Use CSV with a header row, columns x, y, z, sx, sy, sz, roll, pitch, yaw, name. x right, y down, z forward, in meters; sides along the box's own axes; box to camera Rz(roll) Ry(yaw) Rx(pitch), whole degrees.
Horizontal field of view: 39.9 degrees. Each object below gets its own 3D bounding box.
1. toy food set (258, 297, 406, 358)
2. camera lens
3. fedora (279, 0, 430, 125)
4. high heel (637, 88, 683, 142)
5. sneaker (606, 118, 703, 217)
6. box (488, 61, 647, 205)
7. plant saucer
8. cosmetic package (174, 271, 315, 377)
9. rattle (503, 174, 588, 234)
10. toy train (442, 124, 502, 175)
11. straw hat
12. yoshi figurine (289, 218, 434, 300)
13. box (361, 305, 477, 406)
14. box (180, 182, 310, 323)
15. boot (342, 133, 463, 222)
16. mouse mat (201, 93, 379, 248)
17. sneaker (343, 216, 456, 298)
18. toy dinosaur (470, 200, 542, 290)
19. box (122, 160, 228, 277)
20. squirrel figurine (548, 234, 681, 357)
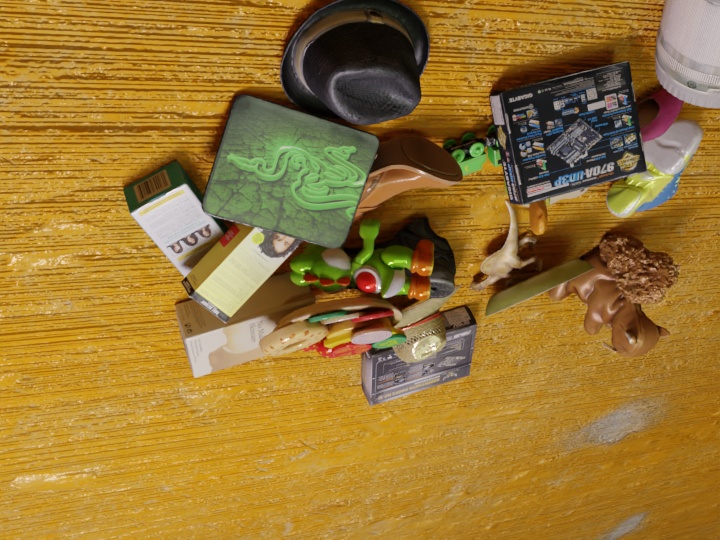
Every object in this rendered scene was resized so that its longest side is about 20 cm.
x,y,z,sx,sy,sz,roll,pitch,yaw,name
-0.032,0.087,1.426,0.198,0.049,0.200,-18,160,21,toy food set
0.478,-0.335,1.298,0.160,0.160,0.200,-17,142,-12,camera lens
0.006,-0.234,1.199,0.200,0.092,0.201,-16,142,-13,fedora
0.389,-0.227,1.453,0.200,0.067,0.096,-38,127,0,high heel
0.483,-0.165,1.588,0.105,0.076,0.200,-4,146,-44,sneaker
0.291,-0.192,1.379,0.200,0.046,0.159,-16,102,-12,box
0.294,0.024,1.661,0.200,0.031,0.200,-25,175,-2,plant saucer
-0.169,0.079,1.488,0.200,0.071,0.105,-17,142,-12,cosmetic package
0.326,-0.122,1.488,0.200,0.143,0.130,7,114,-28,rattle
0.208,-0.182,1.416,0.200,0.042,0.056,-19,131,-9,toy train
0.089,0.100,1.579,0.201,0.085,0.201,-23,176,-2,straw hat
0.000,-0.013,1.406,0.199,0.113,0.112,2,172,-4,yoshi figurine
0.102,0.152,1.750,0.200,0.048,0.159,-16,142,-13,box
-0.142,-0.029,1.310,0.200,0.050,0.075,-47,128,4,box
0.027,-0.115,1.372,0.200,0.074,0.155,10,139,-23,boot
-0.087,-0.122,1.256,0.200,0.008,0.161,14,105,-22,mouse mat
0.047,-0.025,1.499,0.199,0.114,0.076,5,146,6,sneaker
0.245,-0.024,1.618,0.101,0.058,0.200,-4,137,-25,toy dinosaur
-0.228,-0.053,1.315,0.082,0.049,0.200,-28,143,2,box
0.459,0.046,1.717,0.141,0.187,0.200,2,135,-31,squirrel figurine
